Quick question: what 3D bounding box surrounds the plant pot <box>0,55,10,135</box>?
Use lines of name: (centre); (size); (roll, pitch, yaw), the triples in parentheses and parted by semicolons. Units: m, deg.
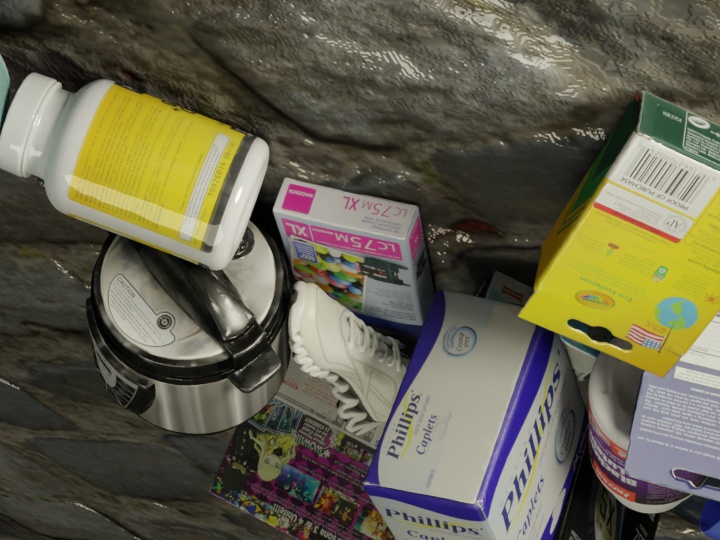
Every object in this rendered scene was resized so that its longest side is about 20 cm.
plant pot: (-0.352, -0.136, 1.338); (0.199, 0.135, 0.201); (35, 151, 23)

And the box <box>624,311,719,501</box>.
box: (0.275, 0.078, 1.310); (0.120, 0.032, 0.202); (14, 114, 13)

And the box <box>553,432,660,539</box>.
box: (0.205, 0.256, 1.670); (0.085, 0.165, 0.200); (1, 147, 33)

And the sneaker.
sneaker: (-0.003, 0.070, 1.502); (0.080, 0.076, 0.200); (-9, 145, 22)

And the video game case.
video game case: (-0.022, 0.169, 1.617); (0.198, 0.183, 0.036); (24, -177, 19)

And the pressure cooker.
pressure cooker: (-0.146, 0.030, 1.489); (0.174, 0.180, 0.200); (7, 154, 1)

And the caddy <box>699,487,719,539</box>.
caddy: (0.363, 0.170, 1.424); (0.104, 0.142, 0.200); (25, 154, 2)

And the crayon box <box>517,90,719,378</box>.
crayon box: (0.206, -0.020, 1.215); (0.126, 0.051, 0.201); (23, 134, -6)

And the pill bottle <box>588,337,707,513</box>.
pill bottle: (0.248, 0.135, 1.465); (0.110, 0.112, 0.200); (13, 156, 14)

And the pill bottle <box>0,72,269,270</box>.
pill bottle: (-0.180, -0.084, 1.365); (0.198, 0.113, 0.112); (21, 154, -1)

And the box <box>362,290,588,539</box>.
box: (0.103, 0.150, 1.434); (0.104, 0.185, 0.201); (9, 151, 25)

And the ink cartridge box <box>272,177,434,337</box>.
ink cartridge box: (0.000, 0.000, 1.478); (0.118, 0.042, 0.201); (13, 154, 16)

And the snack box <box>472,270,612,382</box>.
snack box: (0.129, 0.074, 1.523); (0.115, 0.037, 0.200); (26, 153, -7)
